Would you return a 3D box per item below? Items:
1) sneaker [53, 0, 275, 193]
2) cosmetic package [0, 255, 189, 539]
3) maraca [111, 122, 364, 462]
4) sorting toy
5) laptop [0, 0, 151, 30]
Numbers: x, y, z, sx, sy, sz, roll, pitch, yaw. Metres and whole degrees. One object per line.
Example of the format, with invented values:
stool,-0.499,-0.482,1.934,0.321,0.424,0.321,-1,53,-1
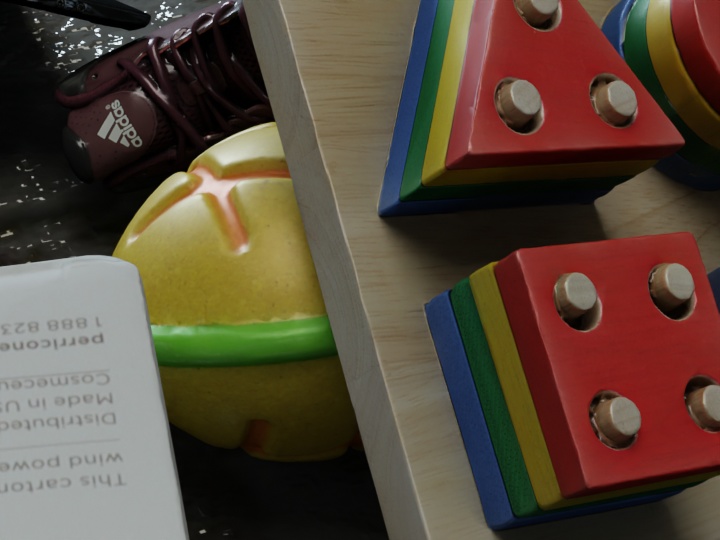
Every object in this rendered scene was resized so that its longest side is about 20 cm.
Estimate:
sneaker,-0.044,-0.060,0.895,0.115,0.076,0.200,-26,4,-15
cosmetic package,-0.121,0.130,0.601,0.166,0.201,0.167,-5,41,-11
maraca,0.000,0.000,0.843,0.136,0.108,0.199,9,20,42
sorting toy,0.084,-0.018,0.780,0.199,0.069,0.200,-5,73,-37
laptop,-0.185,-0.169,0.936,0.199,0.104,0.177,10,10,-30
